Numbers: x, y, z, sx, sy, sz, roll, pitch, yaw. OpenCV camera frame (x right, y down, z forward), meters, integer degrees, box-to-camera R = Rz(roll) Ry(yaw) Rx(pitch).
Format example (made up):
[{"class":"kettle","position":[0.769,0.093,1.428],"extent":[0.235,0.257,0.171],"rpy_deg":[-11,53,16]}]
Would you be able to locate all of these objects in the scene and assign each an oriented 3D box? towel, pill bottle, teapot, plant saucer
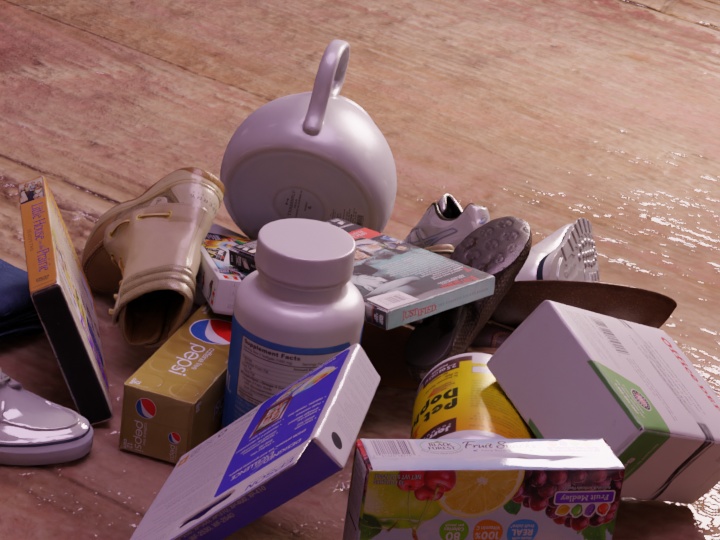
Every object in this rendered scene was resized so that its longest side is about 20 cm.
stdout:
[{"class":"towel","position":[-0.385,0.042,1.743],"extent":[0.111,0.049,0.200],"rpy_deg":[26,31,33]},{"class":"pill bottle","position":[0.093,0.156,1.574],"extent":[0.109,0.110,0.200],"rpy_deg":[8,24,0]},{"class":"pill bottle","position":[-0.055,0.063,1.618],"extent":[0.112,0.201,0.112],"rpy_deg":[7,24,-3]},{"class":"teapot","position":[-0.045,-0.117,1.989],"extent":[0.199,0.197,0.146],"rpy_deg":[-21,35,36]},{"class":"plant saucer","position":[0.203,0.045,1.847],"extent":[0.199,0.037,0.200],"rpy_deg":[5,-10,1]}]

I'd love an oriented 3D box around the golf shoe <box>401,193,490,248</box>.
[{"class":"golf shoe","position":[0.082,-0.028,1.940],"extent":[0.078,0.098,0.200],"rpy_deg":[5,0,-28]}]

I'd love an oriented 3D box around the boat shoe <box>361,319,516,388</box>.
[{"class":"boat shoe","position":[0.066,0.071,1.798],"extent":[0.199,0.071,0.070],"rpy_deg":[14,32,-9]}]

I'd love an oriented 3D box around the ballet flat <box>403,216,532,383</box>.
[{"class":"ballet flat","position":[0.101,0.029,1.755],"extent":[0.067,0.046,0.200],"rpy_deg":[9,50,32]}]

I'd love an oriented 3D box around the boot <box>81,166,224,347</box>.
[{"class":"boot","position":[-0.208,0.009,1.793],"extent":[0.073,0.200,0.156],"rpy_deg":[34,45,-28]}]

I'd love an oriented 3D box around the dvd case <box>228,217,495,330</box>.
[{"class":"dvd case","position":[0.000,0.000,1.727],"extent":[0.199,0.022,0.146],"rpy_deg":[20,25,39]}]

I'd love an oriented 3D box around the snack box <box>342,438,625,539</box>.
[{"class":"snack box","position":[0.088,0.199,1.441],"extent":[0.199,0.143,0.053],"rpy_deg":[1,25,-14]}]

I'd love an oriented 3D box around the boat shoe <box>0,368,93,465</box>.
[{"class":"boat shoe","position":[-0.319,0.111,1.592],"extent":[0.199,0.067,0.074],"rpy_deg":[8,25,-1]}]

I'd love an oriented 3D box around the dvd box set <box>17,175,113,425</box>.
[{"class":"dvd box set","position":[-0.262,0.024,1.694],"extent":[0.029,0.147,0.200],"rpy_deg":[-18,33,-3]}]

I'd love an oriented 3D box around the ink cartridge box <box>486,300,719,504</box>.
[{"class":"ink cartridge box","position":[0.221,0.114,1.613],"extent":[0.200,0.084,0.146],"rpy_deg":[15,34,-51]}]

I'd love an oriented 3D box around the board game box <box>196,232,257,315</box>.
[{"class":"board game box","position":[-0.091,0.007,1.803],"extent":[0.126,0.035,0.200],"rpy_deg":[8,12,-16]}]

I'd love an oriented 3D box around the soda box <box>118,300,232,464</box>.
[{"class":"soda box","position":[-0.141,0.095,1.688],"extent":[0.067,0.064,0.200],"rpy_deg":[14,26,13]}]

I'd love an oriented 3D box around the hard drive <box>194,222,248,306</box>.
[{"class":"hard drive","position":[-0.153,-0.007,1.947],"extent":[0.199,0.026,0.132],"rpy_deg":[23,28,30]}]

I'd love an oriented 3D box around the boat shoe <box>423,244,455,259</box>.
[{"class":"boat shoe","position":[0.033,0.004,1.872],"extent":[0.073,0.063,0.200],"rpy_deg":[7,-1,-27]}]

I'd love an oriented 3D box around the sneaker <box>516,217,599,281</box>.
[{"class":"sneaker","position":[0.195,-0.004,2.005],"extent":[0.080,0.077,0.200],"rpy_deg":[-14,5,25]}]

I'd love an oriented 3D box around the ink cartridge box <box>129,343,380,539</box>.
[{"class":"ink cartridge box","position":[-0.087,0.157,1.449],"extent":[0.043,0.198,0.200],"rpy_deg":[52,25,-10]}]
